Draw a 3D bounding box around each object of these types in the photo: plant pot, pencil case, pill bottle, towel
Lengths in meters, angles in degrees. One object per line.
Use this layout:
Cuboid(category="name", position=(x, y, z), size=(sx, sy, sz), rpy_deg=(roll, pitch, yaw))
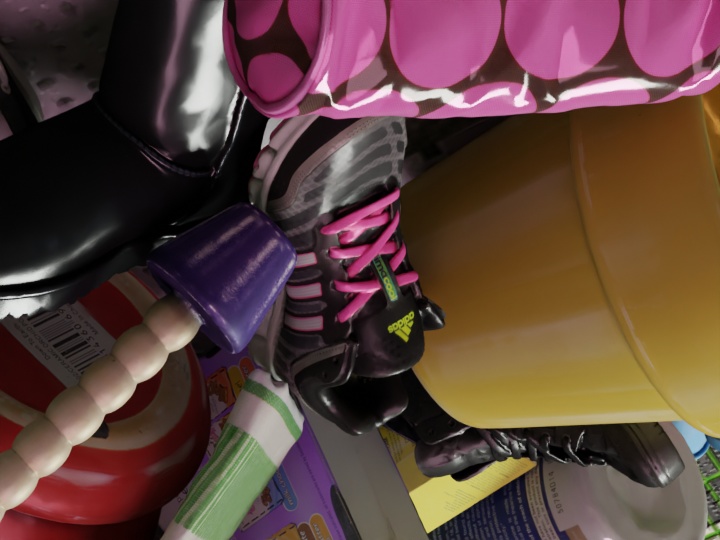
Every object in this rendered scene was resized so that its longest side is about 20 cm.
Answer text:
Cuboid(category="plant pot", position=(-0.184, 0.089, 0.928), size=(0.200, 0.201, 0.183), rpy_deg=(11, 131, -32))
Cuboid(category="pencil case", position=(0.050, -0.109, 0.759), size=(0.199, 0.091, 0.094), rpy_deg=(-8, 141, -24))
Cuboid(category="plant pot", position=(0.120, -0.009, 0.936), size=(0.188, 0.202, 0.201), rpy_deg=(-18, 147, 29))
Cuboid(category="pill bottle", position=(0.101, 0.157, 1.183), size=(0.111, 0.112, 0.200), rpy_deg=(16, 147, -36))
Cuboid(category="towel", position=(-0.091, 0.138, 0.902), size=(0.200, 0.023, 0.153), rpy_deg=(-56, 174, -8))

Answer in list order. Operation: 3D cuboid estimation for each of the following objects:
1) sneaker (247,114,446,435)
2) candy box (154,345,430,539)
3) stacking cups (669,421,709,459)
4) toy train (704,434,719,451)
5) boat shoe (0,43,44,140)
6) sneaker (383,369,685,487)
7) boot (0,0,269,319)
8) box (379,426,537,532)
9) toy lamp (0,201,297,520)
Cuboid(category="sneaker", position=(0.000, 0.000, 0.871), size=(0.074, 0.087, 0.200), rpy_deg=(-28, 148, -30))
Cuboid(category="candy box", position=(-0.073, 0.149, 1.063), size=(0.200, 0.168, 0.071), rpy_deg=(-37, 156, 26))
Cuboid(category="stacking cups", position=(0.194, 0.080, 1.188), size=(0.060, 0.061, 0.201), rpy_deg=(0, 136, -21))
Cuboid(category="toy train", position=(0.252, 0.009, 1.068), size=(0.200, 0.085, 0.116), rpy_deg=(-35, 135, -11))
Cuboid(category="boat shoe", position=(-0.185, -0.083, 0.815), size=(0.074, 0.061, 0.200), rpy_deg=(-21, 144, 3))
Cuboid(category="sneaker", position=(0.073, 0.081, 1.046), size=(0.104, 0.200, 0.060), rpy_deg=(-42, 136, -8))
Cuboid(category="boot", position=(-0.093, -0.073, 0.798), size=(0.198, 0.073, 0.163), rpy_deg=(-17, 141, -44))
Cuboid(category="box", position=(0.004, 0.126, 1.152), size=(0.200, 0.076, 0.050), rpy_deg=(-34, 140, 23))
Cuboid(category="toy lamp", position=(-0.106, 0.051, 0.807), size=(0.200, 0.058, 0.058), rpy_deg=(-46, 144, -11))
